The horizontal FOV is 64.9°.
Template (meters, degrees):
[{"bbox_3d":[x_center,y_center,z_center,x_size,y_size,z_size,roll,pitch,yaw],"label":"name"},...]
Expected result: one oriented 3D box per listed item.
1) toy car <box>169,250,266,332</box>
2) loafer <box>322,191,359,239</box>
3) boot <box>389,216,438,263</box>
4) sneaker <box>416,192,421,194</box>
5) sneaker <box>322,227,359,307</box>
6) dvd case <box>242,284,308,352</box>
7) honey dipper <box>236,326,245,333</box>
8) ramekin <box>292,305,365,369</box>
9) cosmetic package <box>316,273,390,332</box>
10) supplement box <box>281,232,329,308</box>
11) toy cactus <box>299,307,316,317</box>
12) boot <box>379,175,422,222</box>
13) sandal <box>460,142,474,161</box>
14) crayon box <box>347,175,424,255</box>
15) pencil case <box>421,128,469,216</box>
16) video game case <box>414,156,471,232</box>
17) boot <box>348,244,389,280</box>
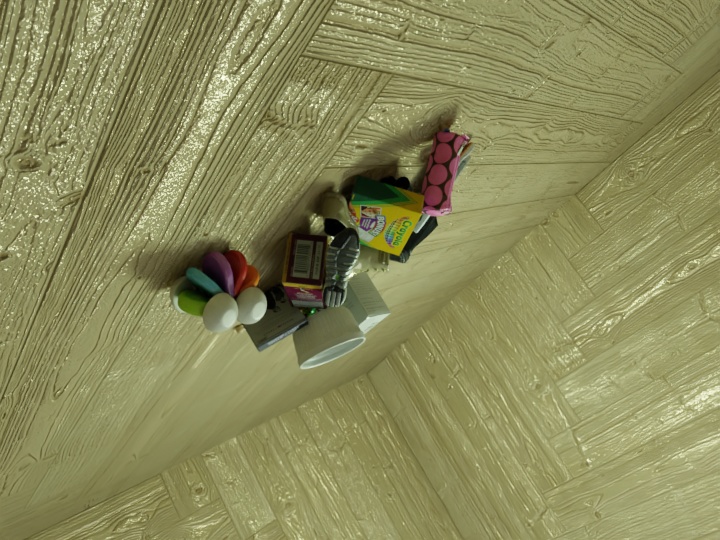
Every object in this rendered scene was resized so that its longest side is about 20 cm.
[{"bbox_3d":[-0.302,0.032,1.225,0.198,0.173,0.153,-12,119,-51],"label":"toy car"},{"bbox_3d":[-0.055,-0.103,1.352,0.074,0.069,0.201,6,150,20],"label":"loafer"},{"bbox_3d":[0.122,-0.117,1.716,0.201,0.162,0.066,-50,149,-32],"label":"boot"},{"bbox_3d":[0.112,-0.156,1.622,0.199,0.074,0.116,-37,166,-29],"label":"sneaker"},{"bbox_3d":[-0.051,-0.025,1.352,0.116,0.073,0.204,-90,-165,-65],"label":"sneaker"},{"bbox_3d":[-0.243,0.123,1.522,0.148,0.200,0.025,-28,128,-15],"label":"dvd case"},{"bbox_3d":[-0.299,0.161,1.766,0.197,0.038,0.038,-19,159,-38],"label":"honey dipper"},{"bbox_3d":[-0.093,0.180,1.553,0.196,0.107,0.201,-22,164,-6],"label":"ramekin"},{"bbox_3d":[-0.043,0.105,1.807,0.167,0.202,0.165,-40,163,24],"label":"cosmetic package"},{"bbox_3d":[-0.131,0.007,1.434,0.100,0.134,0.201,5,162,1],"label":"supplement box"},{"bbox_3d":[-0.139,0.092,1.670,0.100,0.169,0.200,8,175,11],"label":"toy cactus"},{"bbox_3d":[0.053,-0.165,1.472,0.196,0.078,0.168,-15,150,16],"label":"boot"},{"bbox_3d":[0.227,-0.288,1.501,0.207,0.059,0.079,-49,-170,-28],"label":"sandal"},{"bbox_3d":[0.046,-0.130,1.392,0.201,0.169,0.059,115,-9,-60],"label":"crayon box"},{"bbox_3d":[0.201,-0.231,1.365,0.090,0.092,0.205,9,93,-52],"label":"pencil case"},{"bbox_3d":[0.230,-0.218,1.601,0.201,0.022,0.182,-56,177,40],"label":"video game case"},{"bbox_3d":[0.000,0.000,1.523,0.073,0.152,0.205,-103,-156,-78],"label":"boot"}]
